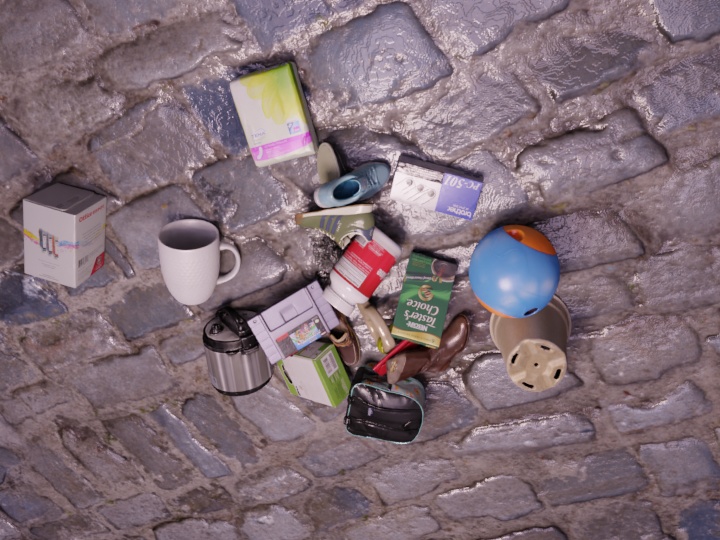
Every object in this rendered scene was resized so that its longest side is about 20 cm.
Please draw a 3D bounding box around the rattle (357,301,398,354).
[{"bbox_3d":[0.059,0.091,1.546,0.141,0.130,0.203,-31,74,4],"label":"rattle"}]

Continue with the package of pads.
[{"bbox_3d":[-0.193,-0.345,1.394,0.151,0.068,0.204,-11,111,14],"label":"package of pads"}]

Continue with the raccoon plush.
[{"bbox_3d":[-0.111,-0.052,1.500,0.133,0.097,0.202,37,116,2],"label":"raccoon plush"}]

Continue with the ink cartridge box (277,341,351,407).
[{"bbox_3d":[-0.131,0.265,1.656,0.197,0.075,0.151,3,122,48],"label":"ink cartridge box"}]

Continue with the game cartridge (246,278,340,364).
[{"bbox_3d":[-0.160,0.126,1.514,0.197,0.038,0.132,-30,99,-3],"label":"game cartridge"}]

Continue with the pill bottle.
[{"bbox_3d":[0.000,0.000,1.451,0.111,0.112,0.202,36,93,-7],"label":"pill bottle"}]

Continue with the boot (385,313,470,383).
[{"bbox_3d":[0.160,0.190,1.502,0.196,0.064,0.190,-1,125,-38],"label":"boot"}]

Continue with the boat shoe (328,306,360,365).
[{"bbox_3d":[-0.053,0.164,1.591,0.070,0.072,0.204,-10,111,15],"label":"boat shoe"}]

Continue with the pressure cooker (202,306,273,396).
[{"bbox_3d":[-0.313,0.194,1.595,0.171,0.179,0.205,1,115,13],"label":"pressure cooker"}]

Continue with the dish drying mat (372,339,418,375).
[{"bbox_3d":[0.116,0.184,1.517,0.199,0.077,0.018,-42,64,2],"label":"dish drying mat"}]

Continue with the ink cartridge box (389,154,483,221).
[{"bbox_3d":[0.170,-0.187,1.408,0.195,0.044,0.096,16,117,3],"label":"ink cartridge box"}]

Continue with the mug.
[{"bbox_3d":[-0.395,-0.016,1.549,0.195,0.148,0.179,-7,125,-19],"label":"mug"}]

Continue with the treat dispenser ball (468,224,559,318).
[{"bbox_3d":[0.337,0.002,1.373,0.195,0.202,0.206,4,115,9],"label":"treat dispenser ball"}]

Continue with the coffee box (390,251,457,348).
[{"bbox_3d":[0.149,0.070,1.465,0.120,0.044,0.205,16,78,3],"label":"coffee box"}]

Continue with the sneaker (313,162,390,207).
[{"bbox_3d":[-0.002,-0.184,1.367,0.197,0.081,0.075,-30,110,-25],"label":"sneaker"}]

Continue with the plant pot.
[{"bbox_3d":[0.401,0.172,1.447,0.195,0.184,0.205,4,115,8],"label":"plant pot"}]

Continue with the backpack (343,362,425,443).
[{"bbox_3d":[0.070,0.342,1.602,0.195,0.154,0.180,15,116,10],"label":"backpack"}]

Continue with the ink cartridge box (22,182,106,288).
[{"bbox_3d":[-0.739,-0.092,1.566,0.141,0.146,0.204,16,115,3],"label":"ink cartridge box"}]

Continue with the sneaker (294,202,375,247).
[{"bbox_3d":[-0.056,-0.094,1.385,0.195,0.067,0.092,-5,99,26],"label":"sneaker"}]

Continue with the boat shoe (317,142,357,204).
[{"bbox_3d":[-0.042,-0.196,1.432,0.074,0.065,0.204,-12,98,50],"label":"boat shoe"}]
